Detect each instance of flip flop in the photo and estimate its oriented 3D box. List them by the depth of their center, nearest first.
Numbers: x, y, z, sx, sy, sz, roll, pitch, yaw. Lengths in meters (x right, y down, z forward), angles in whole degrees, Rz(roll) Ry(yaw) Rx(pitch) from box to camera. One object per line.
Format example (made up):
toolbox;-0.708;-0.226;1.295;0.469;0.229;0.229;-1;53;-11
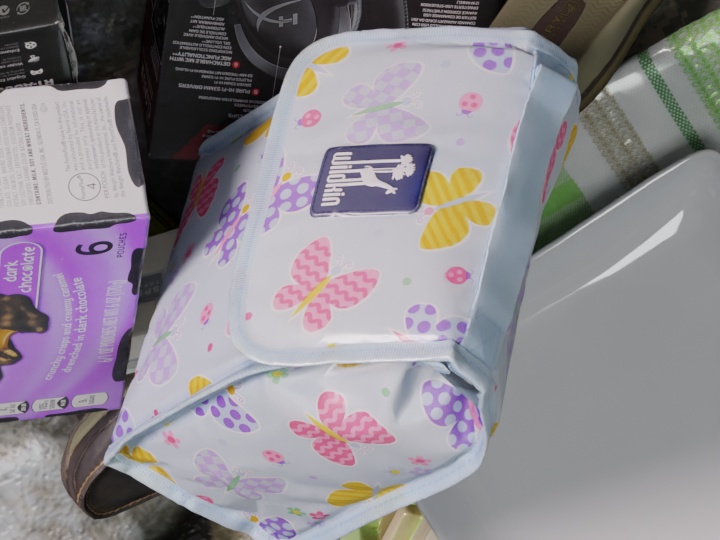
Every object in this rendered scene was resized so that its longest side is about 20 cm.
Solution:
flip flop;0.101;-0.148;1.267;0.200;0.081;0.058;-55;133;-16

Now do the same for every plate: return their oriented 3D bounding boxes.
plate;0.123;0.077;1.295;0.199;0.032;0.200;-32;92;17

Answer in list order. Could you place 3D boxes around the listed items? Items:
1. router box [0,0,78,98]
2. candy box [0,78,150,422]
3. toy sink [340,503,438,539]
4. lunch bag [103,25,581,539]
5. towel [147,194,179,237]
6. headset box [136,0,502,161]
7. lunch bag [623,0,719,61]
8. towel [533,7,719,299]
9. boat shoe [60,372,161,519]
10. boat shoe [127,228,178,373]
router box;-0.223;-0.127;1.226;0.199;0.151;0.062;-10;149;-3
candy box;-0.195;0.002;1.234;0.199;0.072;0.168;-6;151;-13
toy sink;0.058;0.142;1.417;0.111;0.200;0.131;17;118;-19
lunch bag;0.000;0.000;1.205;0.127;0.170;0.200;32;146;-24
towel;-0.138;-0.014;1.395;0.086;0.018;0.200;-38;120;13
headset box;-0.015;-0.130;1.308;0.148;0.077;0.201;3;122;-11
lunch bag;0.175;-0.077;1.349;0.163;0.118;0.201;-22;127;7
towel;0.161;-0.045;1.289;0.199;0.031;0.149;-26;118;16
boat shoe;-0.051;0.067;1.408;0.199;0.074;0.074;-32;149;8
boat shoe;-0.115;0.019;1.374;0.199;0.072;0.069;-15;154;14
